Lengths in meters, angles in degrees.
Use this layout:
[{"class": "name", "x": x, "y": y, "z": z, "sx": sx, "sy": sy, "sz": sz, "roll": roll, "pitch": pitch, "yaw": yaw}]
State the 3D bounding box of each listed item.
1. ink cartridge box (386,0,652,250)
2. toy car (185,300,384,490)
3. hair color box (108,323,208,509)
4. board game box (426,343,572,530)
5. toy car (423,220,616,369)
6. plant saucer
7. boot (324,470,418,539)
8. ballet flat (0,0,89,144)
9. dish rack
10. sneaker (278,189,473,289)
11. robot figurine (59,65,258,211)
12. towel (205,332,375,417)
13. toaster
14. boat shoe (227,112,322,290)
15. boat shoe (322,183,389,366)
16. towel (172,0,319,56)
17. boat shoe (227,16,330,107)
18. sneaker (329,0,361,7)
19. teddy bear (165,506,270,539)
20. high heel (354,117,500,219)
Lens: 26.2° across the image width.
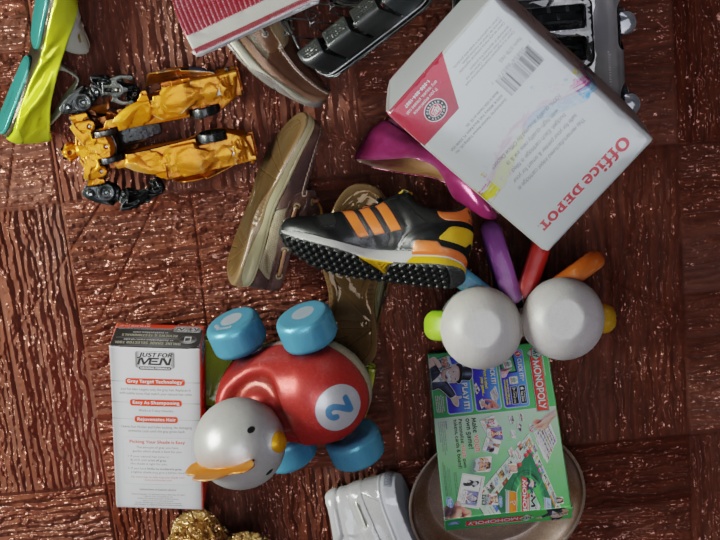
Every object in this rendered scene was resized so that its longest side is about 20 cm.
[{"class": "ink cartridge box", "x": 0.145, "y": -0.148, "z": 1.438, "sx": 0.200, "sy": 0.145, "sz": 0.145, "roll": 41, "pitch": 104, "yaw": -11}, {"class": "toy car", "x": -0.097, "y": 0.163, "z": 1.600, "sx": 0.176, "sy": 0.200, "sz": 0.185, "roll": -6, "pitch": 119, "yaw": 32}, {"class": "hair color box", "x": -0.220, "y": 0.161, "z": 1.700, "sx": 0.101, "sy": 0.061, "sz": 0.201, "roll": 2, "pitch": 114, "yaw": 0}, {"class": "board game box", "x": 0.146, "y": 0.174, "z": 1.650, "sx": 0.134, "sy": 0.201, "sz": 0.029, "roll": -5, "pitch": 146, "yaw": 2}, {"class": "toy car", "x": 0.162, "y": 0.021, "z": 1.609, "sx": 0.199, "sy": 0.175, "sz": 0.151, "roll": -7, "pitch": 89, "yaw": 3}, {"class": "plant saucer", "x": 0.151, "y": 0.250, "z": 1.732, "sx": 0.199, "sy": 0.037, "sz": 0.201, "roll": -2, "pitch": 117, "yaw": -4}, {"class": "boot", "x": 0.027, "y": 0.325, "z": 1.762, "sx": 0.095, "sy": 0.074, "sz": 0.201, "roll": -14, "pitch": 104, "yaw": 18}, {"class": "ballet flat", "x": -0.317, "y": -0.221, "z": 1.596, "sx": 0.067, "sy": 0.067, "sz": 0.201, "roll": 12, "pitch": 112, "yaw": -25}, {"class": "dish rack", "x": -0.031, "y": -0.310, "z": 1.520, "sx": 0.153, "sy": 0.054, "sz": 0.201, "roll": -33, "pitch": 72, "yaw": 28}, {"class": "sneaker", "x": 0.019, "y": -0.042, "z": 1.573, "sx": 0.199, "sy": 0.070, "sz": 0.090, "roll": 10, "pitch": 68, "yaw": 15}, {"class": "robot figurine", "x": -0.214, "y": -0.143, "z": 1.614, "sx": 0.199, "sy": 0.058, "sz": 0.146, "roll": -11, "pitch": 107, "yaw": 3}, {"class": "towel", "x": -0.087, "y": 0.126, "z": 1.719, "sx": 0.199, "sy": 0.018, "sz": 0.087, "roll": 10, "pitch": 107, "yaw": -2}, {"class": "toaster", "x": 0.176, "y": -0.207, "z": 1.557, "sx": 0.199, "sy": 0.119, "sz": 0.182, "roll": -4, "pitch": 107, "yaw": 2}, {"class": "boat shoe", "x": -0.075, "y": -0.068, "z": 1.629, "sx": 0.072, "sy": 0.072, "sz": 0.201, "roll": 16, "pitch": 108, "yaw": -21}, {"class": "boat shoe", "x": 0.000, "y": 0.000, "z": 1.650, "sx": 0.072, "sy": 0.072, "sz": 0.201, "roll": 3, "pitch": 107, "yaw": 9}, {"class": "towel", "x": -0.132, "y": -0.325, "z": 1.523, "sx": 0.143, "sy": 0.023, "sz": 0.201, "roll": -23, "pitch": 77, "yaw": 13}, {"class": "boat shoe", "x": -0.101, "y": -0.246, "z": 1.573, "sx": 0.200, "sy": 0.076, "sz": 0.072, "roll": 41, "pitch": 102, "yaw": -13}, {"class": "sneaker", "x": 0.048, "y": -0.317, "z": 1.535, "sx": 0.199, "sy": 0.087, "sz": 0.074, "roll": -19, "pitch": 100, "yaw": 10}, {"class": "teddy bear", "x": -0.131, "y": 0.347, "z": 1.747, "sx": 0.200, "sy": 0.067, "sz": 0.145, "roll": 43, "pitch": 143, "yaw": -22}, {"class": "high heel", "x": 0.069, "y": -0.091, "z": 1.567, "sx": 0.096, "sy": 0.200, "sz": 0.067, "roll": -41, "pitch": 131, "yaw": 7}]
